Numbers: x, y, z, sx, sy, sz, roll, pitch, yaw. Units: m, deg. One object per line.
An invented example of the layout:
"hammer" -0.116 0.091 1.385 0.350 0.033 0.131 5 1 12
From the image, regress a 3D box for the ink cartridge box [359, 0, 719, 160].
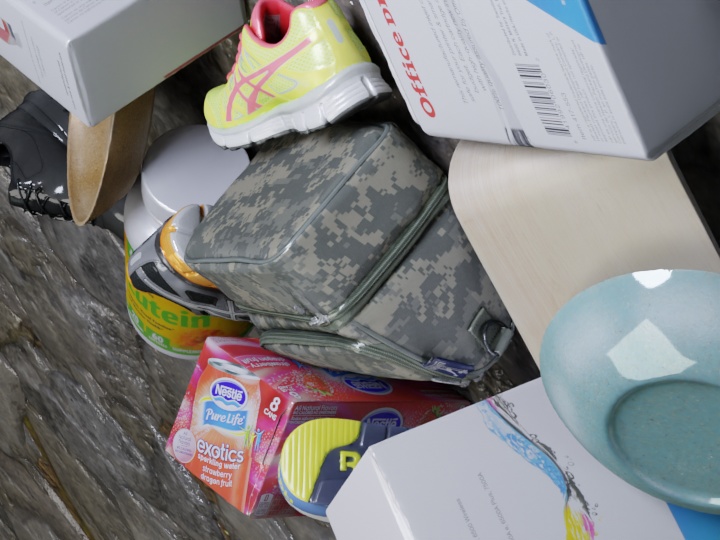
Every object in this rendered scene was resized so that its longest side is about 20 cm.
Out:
"ink cartridge box" 0.088 -0.144 1.125 0.200 0.086 0.147 15 136 58

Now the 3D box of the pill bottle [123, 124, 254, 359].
"pill bottle" -0.128 -0.024 1.677 0.111 0.111 0.200 45 156 20

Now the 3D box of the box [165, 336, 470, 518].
"box" -0.028 0.112 1.557 0.100 0.200 0.096 34 109 38

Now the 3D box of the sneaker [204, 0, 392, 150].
"sneaker" -0.051 -0.137 1.434 0.200 0.078 0.091 -9 107 58

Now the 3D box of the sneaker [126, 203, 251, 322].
"sneaker" -0.085 0.005 1.585 0.077 0.079 0.200 -25 146 36

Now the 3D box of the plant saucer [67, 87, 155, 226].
"plant saucer" -0.185 -0.131 1.624 0.200 0.035 0.201 -174 90 -73

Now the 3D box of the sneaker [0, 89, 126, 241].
"sneaker" -0.254 -0.072 1.881 0.200 0.091 0.076 38 151 30

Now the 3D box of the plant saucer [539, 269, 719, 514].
"plant saucer" 0.191 0.082 1.188 0.200 0.039 0.201 13 139 11

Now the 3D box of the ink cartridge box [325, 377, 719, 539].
"ink cartridge box" 0.105 0.158 1.336 0.145 0.199 0.147 64 161 16

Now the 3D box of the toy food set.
"toy food set" 0.153 -0.004 1.215 0.143 0.060 0.200 -16 113 38

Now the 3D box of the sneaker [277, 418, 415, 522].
"sneaker" 0.038 0.143 1.453 0.199 0.074 0.082 12 158 -11

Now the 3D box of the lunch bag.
"lunch bag" 0.000 0.000 1.450 0.168 0.140 0.200 43 163 -21

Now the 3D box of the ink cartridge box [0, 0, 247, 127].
"ink cartridge box" -0.198 -0.210 1.507 0.200 0.145 0.084 38 154 33
